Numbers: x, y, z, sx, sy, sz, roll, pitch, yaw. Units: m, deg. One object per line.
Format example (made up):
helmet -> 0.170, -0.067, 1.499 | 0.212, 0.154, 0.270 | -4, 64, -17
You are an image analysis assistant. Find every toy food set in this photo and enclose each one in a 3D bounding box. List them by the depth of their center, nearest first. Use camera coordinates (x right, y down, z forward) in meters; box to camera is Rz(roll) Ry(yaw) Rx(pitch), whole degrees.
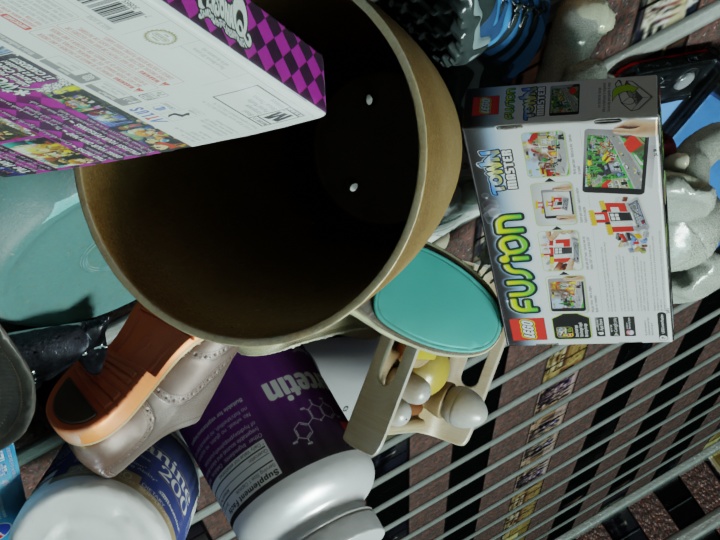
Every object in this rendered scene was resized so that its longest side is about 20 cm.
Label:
toy food set -> 0.064, 0.065, 1.049 | 0.200, 0.060, 0.144 | 12, 99, -69

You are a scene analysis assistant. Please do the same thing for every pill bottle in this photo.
pill bottle -> -0.175, 0.168, 1.019 | 0.111, 0.111, 0.200 | -36, -170, 9
pill bottle -> -0.064, 0.125, 1.041 | 0.112, 0.200, 0.112 | -28, 159, -12

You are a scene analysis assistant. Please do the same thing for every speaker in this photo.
speaker -> -0.002, 0.096, 1.229 | 0.081, 0.081, 0.200 | -45, 156, 29

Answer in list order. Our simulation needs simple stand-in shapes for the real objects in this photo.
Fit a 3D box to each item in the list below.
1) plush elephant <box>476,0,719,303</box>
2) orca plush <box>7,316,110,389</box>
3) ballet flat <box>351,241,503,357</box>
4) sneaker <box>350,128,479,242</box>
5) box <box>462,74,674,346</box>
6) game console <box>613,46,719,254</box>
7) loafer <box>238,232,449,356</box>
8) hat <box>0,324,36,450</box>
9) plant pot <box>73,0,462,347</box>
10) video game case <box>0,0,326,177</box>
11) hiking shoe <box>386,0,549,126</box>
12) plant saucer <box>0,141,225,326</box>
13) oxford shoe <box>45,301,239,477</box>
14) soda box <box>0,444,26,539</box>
plush elephant -> 0.183, -0.063, 0.950 | 0.165, 0.155, 0.200 | 68, 44, -65
orca plush -> -0.240, 0.079, 0.828 | 0.200, 0.071, 0.105 | -8, 176, -38
ballet flat -> 0.000, 0.000, 0.922 | 0.200, 0.070, 0.069 | 24, 130, -20
sneaker -> 0.027, -0.046, 0.975 | 0.099, 0.078, 0.200 | -42, 156, 31
box -> 0.130, -0.029, 0.860 | 0.110, 0.035, 0.200 | -2, 139, 13
game console -> 0.247, -0.071, 1.161 | 0.172, 0.119, 0.200 | -15, 152, -38
loafer -> -0.014, 0.022, 1.031 | 0.200, 0.076, 0.068 | -23, 125, -30
hat -> -0.231, 0.002, 0.688 | 0.201, 0.200, 0.081 | 114, -1, -55
plant pot -> -0.020, -0.063, 0.763 | 0.186, 0.186, 0.200 | -41, 169, 20
video game case -> -0.136, -0.090, 0.593 | 0.181, 0.036, 0.200 | -9, 166, 23
hiking shoe -> 0.066, -0.156, 0.814 | 0.087, 0.074, 0.200 | -39, 169, -4
plant saucer -> -0.151, -0.024, 0.829 | 0.200, 0.036, 0.200 | -28, 159, -12
oxford shoe -> -0.117, 0.053, 0.940 | 0.200, 0.071, 0.073 | -41, 137, -20
soda box -> -0.270, 0.141, 0.973 | 0.064, 0.068, 0.200 | -23, 157, -20
